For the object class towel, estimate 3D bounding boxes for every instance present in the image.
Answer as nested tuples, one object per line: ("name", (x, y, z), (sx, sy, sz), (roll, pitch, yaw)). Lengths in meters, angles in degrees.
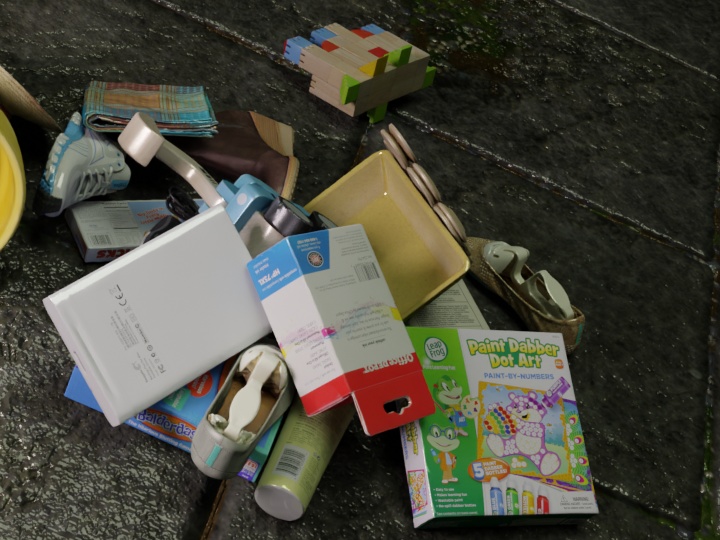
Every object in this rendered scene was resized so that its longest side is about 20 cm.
("towel", (-0.237, -0.184, 1.678), (0.145, 0.022, 0.200), (2, 18, -11))

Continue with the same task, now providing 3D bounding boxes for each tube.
("tube", (-0.043, 0.149, 1.447), (0.051, 0.058, 0.201), (0, 43, 25))

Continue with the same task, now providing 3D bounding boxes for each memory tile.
("memory tile", (0.075, -0.079, 1.644), (0.154, 0.017, 0.200), (56, 0, 11))

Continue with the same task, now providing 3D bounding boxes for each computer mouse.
("computer mouse", (-0.168, 0.004, 1.526), (0.140, 0.046, 0.200), (44, 19, -14))

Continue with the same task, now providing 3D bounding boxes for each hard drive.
("hard drive", (-0.180, 0.039, 1.401), (0.199, 0.026, 0.133), (-31, 95, -33))

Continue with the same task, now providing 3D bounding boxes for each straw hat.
("straw hat", (-0.420, -0.187, 1.600), (0.201, 0.201, 0.085), (40, 81, 16))

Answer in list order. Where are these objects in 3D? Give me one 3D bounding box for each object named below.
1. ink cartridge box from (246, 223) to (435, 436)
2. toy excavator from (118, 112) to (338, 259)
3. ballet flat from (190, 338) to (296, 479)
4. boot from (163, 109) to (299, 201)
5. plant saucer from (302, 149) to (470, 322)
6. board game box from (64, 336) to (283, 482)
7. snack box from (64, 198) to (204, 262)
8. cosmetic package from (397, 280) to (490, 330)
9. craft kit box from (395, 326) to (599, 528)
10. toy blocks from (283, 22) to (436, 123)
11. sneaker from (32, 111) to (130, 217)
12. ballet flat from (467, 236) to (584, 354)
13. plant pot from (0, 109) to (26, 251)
("ink cartridge box", (-0.016, 0.064, 1.439), (0.116, 0.067, 0.201), (-11, 76, -50))
("toy excavator", (-0.140, -0.068, 1.541), (0.200, 0.100, 0.194), (45, 12, 33))
("ballet flat", (-0.097, 0.114, 1.397), (0.067, 0.064, 0.200), (28, 38, 0))
("boot", (-0.156, -0.121, 1.703), (0.165, 0.073, 0.201), (7, 32, -10))
("plant saucer", (0.000, 0.000, 1.591), (0.200, 0.199, 0.048), (56, 4, 38))
("board game box", (-0.166, 0.102, 1.458), (0.199, 0.045, 0.153), (25, 38, -4))
("snack box", (-0.213, -0.045, 1.614), (0.199, 0.024, 0.072), (-3, 45, -33))
("cosmetic package", (0.056, 0.028, 1.651), (0.104, 0.071, 0.201), (0, 45, -29))
("craft kit box", (0.133, 0.158, 1.520), (0.198, 0.049, 0.199), (3, 62, -28))
("toy blocks", (-0.010, -0.270, 1.950), (0.136, 0.101, 0.199), (33, 37, 26))
("sneaker", (-0.286, -0.105, 1.577), (0.086, 0.075, 0.200), (24, 25, -9))
("ballet flat", (0.191, 0.012, 1.754), (0.200, 0.066, 0.070), (44, 41, 21))
("plant pot", (-0.428, -0.116, 1.448), (0.199, 0.202, 0.189), (10, 26, -21))
